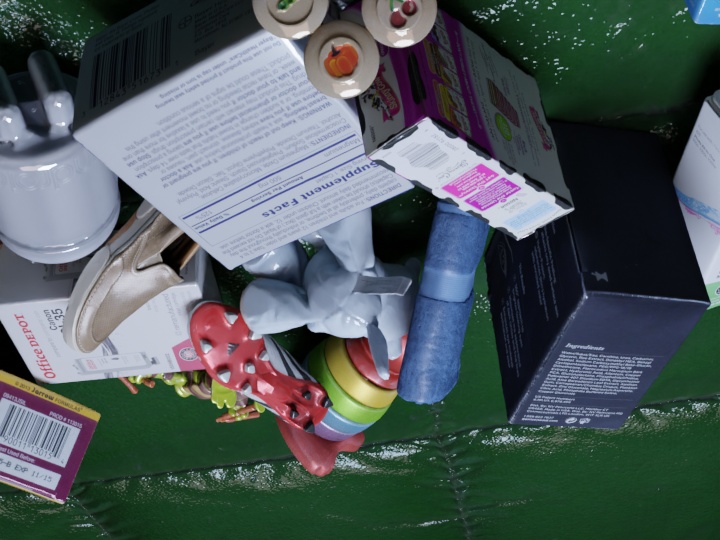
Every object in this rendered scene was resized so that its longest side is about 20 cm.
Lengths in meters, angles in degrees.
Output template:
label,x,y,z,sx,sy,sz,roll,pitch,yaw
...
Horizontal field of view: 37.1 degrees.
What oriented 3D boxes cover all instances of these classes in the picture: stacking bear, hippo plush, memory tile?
label,x,y,z,sx,sy,sz,roll,pitch,yaw
stacking bear,0.004,0.110,1.162,0.114,0.121,0.200,49,119,8
hippo plush,0.000,0.000,1.017,0.198,0.161,0.160,15,-177,33
memory tile,0.010,-0.221,0.674,0.200,0.017,0.154,-40,99,10

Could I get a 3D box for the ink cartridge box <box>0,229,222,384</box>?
label,x,y,z,sx,sy,sz,roll,pitch,yaw
ink cartridge box,-0.245,0.036,1.071,0.198,0.083,0.147,-6,142,1

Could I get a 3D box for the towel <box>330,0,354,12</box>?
label,x,y,z,sx,sy,sz,roll,pitch,yaw
towel,-0.040,-0.151,0.898,0.147,0.031,0.201,-2,141,0

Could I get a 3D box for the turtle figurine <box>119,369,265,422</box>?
label,x,y,z,sx,sy,sz,roll,pitch,yaw
turtle figurine,-0.159,0.126,1.187,0.199,0.065,0.161,27,162,-34

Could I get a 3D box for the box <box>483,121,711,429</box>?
label,x,y,z,sx,sy,sz,roll,pitch,yaw
box,0.203,0.008,0.974,0.116,0.198,0.201,5,140,-10

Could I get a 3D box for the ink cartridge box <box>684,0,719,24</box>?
label,x,y,z,sx,sy,sz,roll,pitch,yaw
ink cartridge box,0.312,-0.271,0.727,0.143,0.085,0.201,0,140,-3

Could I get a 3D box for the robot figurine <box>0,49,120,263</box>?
label,x,y,z,sx,sy,sz,roll,pitch,yaw
robot figurine,-0.264,-0.085,0.899,0.168,0.113,0.201,-17,144,-15

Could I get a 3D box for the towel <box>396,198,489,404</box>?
label,x,y,z,sx,sy,sz,roll,pitch,yaw
towel,0.080,0.019,0.978,0.048,0.112,0.202,14,99,11

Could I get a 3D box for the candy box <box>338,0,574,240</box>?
label,x,y,z,sx,sy,sz,roll,pitch,yaw
candy box,0.076,-0.120,0.829,0.061,0.138,0.199,-30,146,32

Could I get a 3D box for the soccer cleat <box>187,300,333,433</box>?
label,x,y,z,sx,sy,sz,roll,pitch,yaw
soccer cleat,-0.107,0.092,1.070,0.069,0.085,0.200,-52,126,-6

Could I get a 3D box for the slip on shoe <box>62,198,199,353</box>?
label,x,y,z,sx,sy,sz,roll,pitch,yaw
slip on shoe,-0.187,-0.005,0.955,0.060,0.201,0.076,33,171,17

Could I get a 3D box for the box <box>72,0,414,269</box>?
label,x,y,z,sx,sy,sz,roll,pitch,yaw
box,-0.084,-0.120,0.828,0.183,0.106,0.200,-22,139,21

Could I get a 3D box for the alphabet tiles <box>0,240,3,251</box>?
label,x,y,z,sx,sy,sz,roll,pitch,yaw
alphabet tiles,-0.449,-0.034,1.038,0.198,0.008,0.168,-11,140,10

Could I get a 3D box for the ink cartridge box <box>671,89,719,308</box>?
label,x,y,z,sx,sy,sz,roll,pitch,yaw
ink cartridge box,0.353,-0.069,0.945,0.144,0.088,0.201,-15,141,-17

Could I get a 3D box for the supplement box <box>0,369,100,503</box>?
label,x,y,z,sx,sy,sz,roll,pitch,yaw
supplement box,-0.390,0.166,1.145,0.130,0.104,0.199,31,162,-35
